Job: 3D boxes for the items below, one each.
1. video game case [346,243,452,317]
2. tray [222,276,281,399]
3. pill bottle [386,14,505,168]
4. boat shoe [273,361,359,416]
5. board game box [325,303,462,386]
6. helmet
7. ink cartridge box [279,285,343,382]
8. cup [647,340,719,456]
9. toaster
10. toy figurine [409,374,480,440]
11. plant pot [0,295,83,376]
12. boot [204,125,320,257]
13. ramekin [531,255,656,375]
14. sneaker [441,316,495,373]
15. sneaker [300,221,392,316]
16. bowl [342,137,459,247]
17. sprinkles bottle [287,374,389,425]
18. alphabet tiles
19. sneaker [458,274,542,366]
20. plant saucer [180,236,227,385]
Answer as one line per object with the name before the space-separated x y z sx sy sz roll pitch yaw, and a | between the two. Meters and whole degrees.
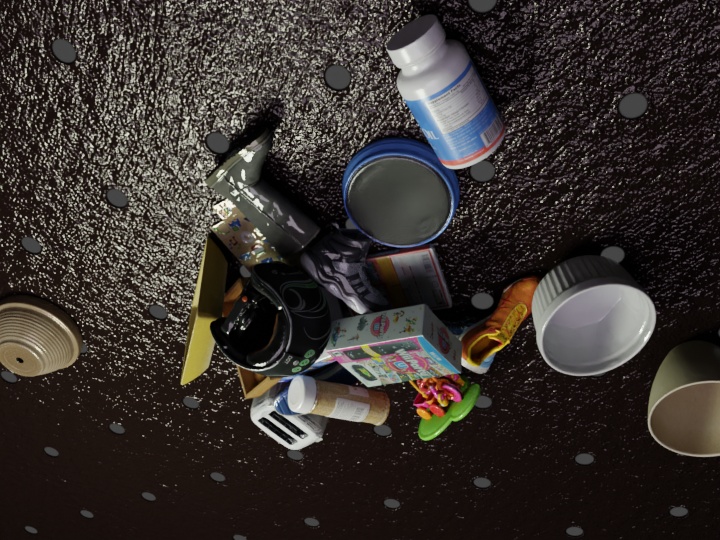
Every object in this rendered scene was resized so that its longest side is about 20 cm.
video game case | 0.057 0.025 1.429 0.196 0.018 0.144 -9 128 19
tray | -0.206 0.126 1.457 0.037 0.203 0.098 -2 154 -38
pill bottle | 0.120 -0.256 1.113 0.111 0.113 0.201 -20 123 26
boat shoe | -0.086 0.220 1.537 0.197 0.072 0.073 -23 120 -14
board game box | 0.060 0.135 1.366 0.197 0.065 0.147 -14 141 31
helmet | -0.143 0.083 1.330 0.196 0.190 0.204 1 92 21
ink cartridge box | -0.125 0.127 1.469 0.198 0.139 0.076 -24 163 28
cup | 0.608 0.212 1.390 0.196 0.145 0.203 5 131 6
toaster | -0.146 0.274 1.609 0.113 0.130 0.200 -32 118 32
toy figurine | 0.108 0.207 1.491 0.183 0.151 0.200 39 154 -9
plant pot | -0.702 0.157 1.651 0.197 0.094 0.203 5 131 6
boot | -0.144 -0.125 1.301 0.200 0.073 0.181 45 136 -15
ramekin | 0.384 0.070 1.317 0.196 0.106 0.203 -4 127 -5
sneaker | 0.176 0.112 1.454 0.198 0.079 0.091 25 113 -21
sneaker | 0.000 0.000 1.359 0.199 0.076 0.114 35 104 -18
bowl | 0.064 -0.122 1.287 0.196 0.040 0.203 6 131 7
sprinkles bottle | -0.040 0.250 1.488 0.197 0.069 0.068 16 135 -31
alphabet tiles | -0.170 -0.062 1.409 0.164 0.006 0.201 -23 122 27
sneaker | 0.259 0.094 1.379 0.073 0.077 0.201 36 102 -25
plant saucer | -0.284 0.077 1.431 0.048 0.202 0.202 10 133 -13
